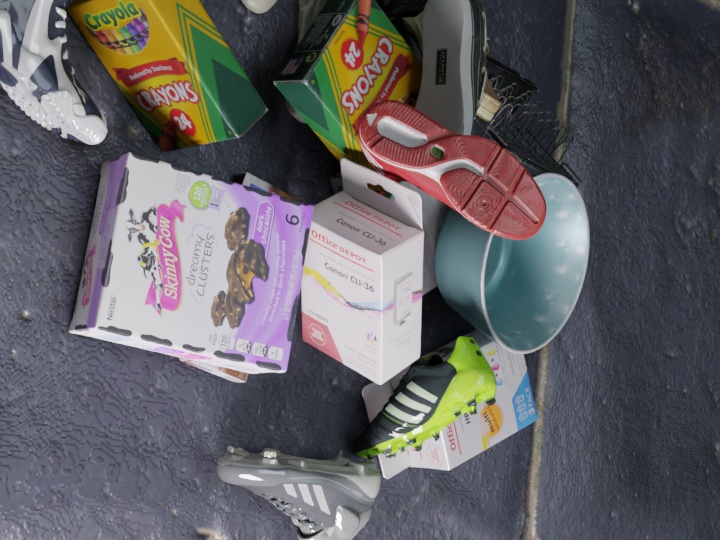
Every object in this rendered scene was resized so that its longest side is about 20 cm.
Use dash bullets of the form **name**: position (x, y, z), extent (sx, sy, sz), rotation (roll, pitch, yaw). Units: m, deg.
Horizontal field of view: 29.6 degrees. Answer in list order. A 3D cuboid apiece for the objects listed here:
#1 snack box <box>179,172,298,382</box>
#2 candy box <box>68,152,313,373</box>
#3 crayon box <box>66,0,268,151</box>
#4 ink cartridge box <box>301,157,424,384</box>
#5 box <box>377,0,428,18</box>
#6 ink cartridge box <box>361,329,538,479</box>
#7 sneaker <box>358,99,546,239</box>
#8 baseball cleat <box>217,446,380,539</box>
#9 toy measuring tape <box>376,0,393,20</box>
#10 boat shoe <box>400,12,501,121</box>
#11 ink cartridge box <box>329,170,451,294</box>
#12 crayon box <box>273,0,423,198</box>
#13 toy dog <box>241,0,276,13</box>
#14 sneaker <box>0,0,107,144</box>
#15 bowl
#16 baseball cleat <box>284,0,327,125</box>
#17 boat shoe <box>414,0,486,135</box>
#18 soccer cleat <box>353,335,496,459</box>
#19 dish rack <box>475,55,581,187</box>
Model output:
- **snack box**: position (-0.121, 0.007, 1.373), extent (0.072, 0.024, 0.200), rotation (26, 72, -35)
- **candy box**: position (-0.157, -0.003, 1.289), extent (0.200, 0.071, 0.168), rotation (15, 78, -30)
- **crayon box**: position (-0.187, -0.208, 1.257), extent (0.051, 0.127, 0.200), rotation (-48, 117, -32)
- **ink cartridge box**: position (0.000, 0.000, 1.372), extent (0.067, 0.116, 0.200), rotation (-30, 134, -38)
- **box**: position (0.066, -0.363, 1.357), extent (0.043, 0.200, 0.161), rotation (-8, 80, -28)
- **ink cartridge box**: position (0.104, 0.151, 1.538), extent (0.200, 0.068, 0.115), rotation (-23, 103, -39)
- **sneaker**: position (0.086, -0.098, 1.330), extent (0.200, 0.116, 0.078), rotation (36, 87, -5)
- **baseball cleat**: position (-0.061, 0.235, 1.379), extent (0.200, 0.070, 0.107), rotation (11, 90, -36)
- **toy measuring tape**: position (0.024, -0.362, 1.498), extent (0.073, 0.074, 0.200), rotation (11, 65, -41)
- **boat shoe**: position (0.102, -0.251, 1.485), extent (0.074, 0.066, 0.200), rotation (18, 37, -58)
- **ink cartridge box**: position (0.066, -0.066, 1.534), extent (0.200, 0.050, 0.163), rotation (-31, 108, -43)
- **crayon box**: position (0.013, -0.173, 1.400), extent (0.200, 0.051, 0.127), rotation (48, 62, -36)
- **toy dog**: position (-0.032, -0.355, 1.351), extent (0.194, 0.200, 0.140), rotation (-36, 112, -36)
- **sneaker**: position (-0.276, -0.216, 1.208), extent (0.199, 0.079, 0.130), rotation (42, 70, -21)
- **bowl**: position (0.156, -0.016, 1.505), extent (0.201, 0.105, 0.201), rotation (-16, 112, -45)
- **baseball cleat**: position (-0.025, -0.244, 1.453), extent (0.106, 0.070, 0.200), rotation (27, 78, -48)
- **boat shoe**: position (0.099, -0.182, 1.386), extent (0.064, 0.071, 0.201), rotation (1, 97, -50)
- **soccer cleat**: position (0.063, 0.137, 1.437), extent (0.067, 0.200, 0.081), rotation (5, 58, -46)
- **dish rack**: position (0.175, -0.175, 1.552), extent (0.153, 0.200, 0.055), rotation (18, 118, -41)
